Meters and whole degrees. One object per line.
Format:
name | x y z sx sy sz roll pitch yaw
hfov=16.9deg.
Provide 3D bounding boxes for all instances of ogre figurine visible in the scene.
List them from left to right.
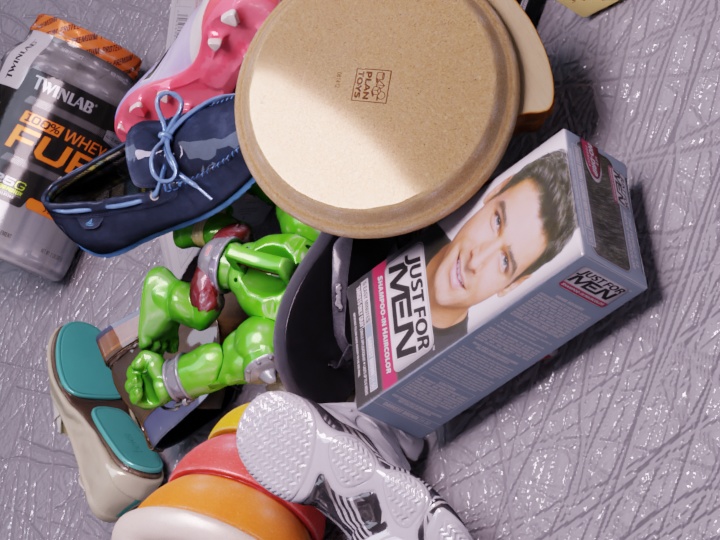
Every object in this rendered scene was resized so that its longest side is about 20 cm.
ogre figurine | -0.082 0.006 1.657 0.119 0.098 0.200 11 54 33

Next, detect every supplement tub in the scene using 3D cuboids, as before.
supplement tub | -0.264 -0.103 2.017 0.122 0.122 0.201 18 84 56

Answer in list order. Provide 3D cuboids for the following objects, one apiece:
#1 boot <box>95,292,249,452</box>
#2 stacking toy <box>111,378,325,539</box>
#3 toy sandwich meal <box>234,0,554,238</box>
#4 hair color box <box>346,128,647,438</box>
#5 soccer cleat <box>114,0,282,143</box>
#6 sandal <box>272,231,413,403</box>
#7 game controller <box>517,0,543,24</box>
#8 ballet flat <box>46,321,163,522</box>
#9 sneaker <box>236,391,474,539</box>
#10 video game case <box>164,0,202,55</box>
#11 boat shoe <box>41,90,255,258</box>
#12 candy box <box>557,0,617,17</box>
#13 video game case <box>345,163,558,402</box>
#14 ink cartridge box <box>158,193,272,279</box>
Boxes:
boot | -0.095 0.054 1.763 0.199 0.075 0.097 -28 73 26
stacking toy | -0.066 0.139 1.625 0.146 0.146 0.201 -18 36 47
toy sandwich meal | 0.019 -0.109 1.542 0.204 0.070 0.206 -4 74 12
hair color box | 0.081 0.011 1.506 0.200 0.060 0.099 -36 43 33
soccer cleat | -0.107 -0.148 1.682 0.200 0.066 0.077 -44 24 47
sandal | 0.000 -0.001 1.607 0.043 0.076 0.201 12 78 51
game controller | 0.079 -0.192 1.629 0.042 0.104 0.201 12 79 47
ballet flat | -0.205 0.118 1.852 0.070 0.069 0.200 -52 36 18
sneaker | 0.021 0.145 1.523 0.200 0.115 0.075 39 105 20
video game case | -0.076 -0.202 1.707 0.182 0.023 0.201 12 95 54
boat shoe | -0.136 -0.066 1.644 0.200 0.069 0.084 -33 41 27
candy box | 0.174 -0.280 1.601 0.115 0.055 0.201 -24 52 42
video game case | 0.060 0.012 1.602 0.200 0.017 0.144 -21 53 46
ink cartridge box | -0.114 -0.096 1.843 0.200 0.050 0.162 124 137 -58
